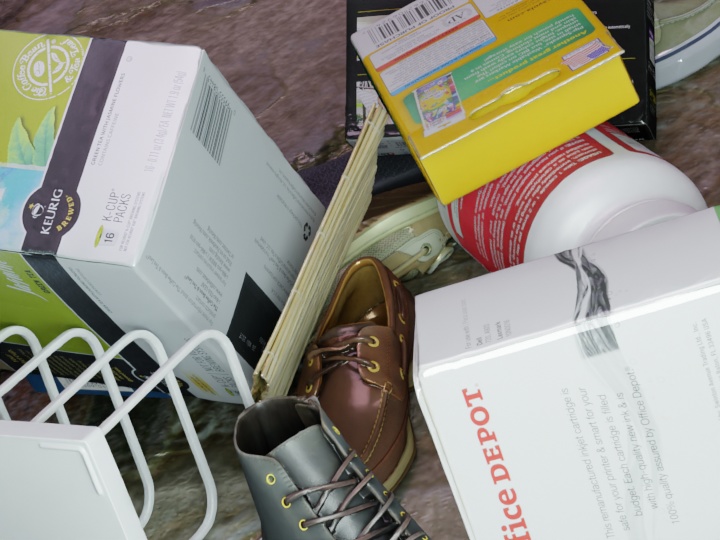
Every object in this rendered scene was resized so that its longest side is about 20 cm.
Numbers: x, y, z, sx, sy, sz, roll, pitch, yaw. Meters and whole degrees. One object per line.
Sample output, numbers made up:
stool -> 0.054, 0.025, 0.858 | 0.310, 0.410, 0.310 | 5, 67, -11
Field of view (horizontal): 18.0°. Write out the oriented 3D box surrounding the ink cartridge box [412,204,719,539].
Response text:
ink cartridge box -> 0.137, 0.060, 1.079 | 0.200, 0.146, 0.084 | -16, 26, 7

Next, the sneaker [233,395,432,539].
sneaker -> 0.001, 0.134, 1.078 | 0.075, 0.106, 0.200 | -33, 29, -24

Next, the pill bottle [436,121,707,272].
pill bottle -> 0.128, -0.025, 1.281 | 0.112, 0.112, 0.200 | -25, 27, -10

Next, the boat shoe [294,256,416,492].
boat shoe -> -0.007, 0.063, 1.257 | 0.072, 0.068, 0.200 | -11, 28, 17

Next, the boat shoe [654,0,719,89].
boat shoe -> 0.171, -0.153, 1.543 | 0.200, 0.062, 0.072 | -26, 27, -11

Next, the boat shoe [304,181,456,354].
boat shoe -> 0.001, 0.000, 1.395 | 0.201, 0.063, 0.073 | -30, 15, -33

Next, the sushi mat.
sushi mat -> -0.025, 0.008, 1.277 | 0.012, 0.096, 0.200 | 19, 57, 6

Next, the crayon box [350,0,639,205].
crayon box -> 0.076, -0.110, 1.293 | 0.126, 0.052, 0.200 | -28, 27, 2

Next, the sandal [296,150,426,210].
sandal -> -0.030, -0.036, 1.498 | 0.200, 0.043, 0.076 | -19, 32, -20

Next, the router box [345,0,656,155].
router box -> 0.091, -0.156, 1.484 | 0.200, 0.149, 0.051 | -2, -10, 13

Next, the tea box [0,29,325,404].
tea box -> -0.153, -0.029, 1.262 | 0.196, 0.200, 0.134 | 6, 68, 22

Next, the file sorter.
file sorter -> -0.162, 0.108, 1.205 | 0.200, 0.139, 0.125 | 1, 31, 35

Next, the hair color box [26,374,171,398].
hair color box -> -0.142, -0.019, 1.427 | 0.100, 0.061, 0.200 | 1, 54, 21
